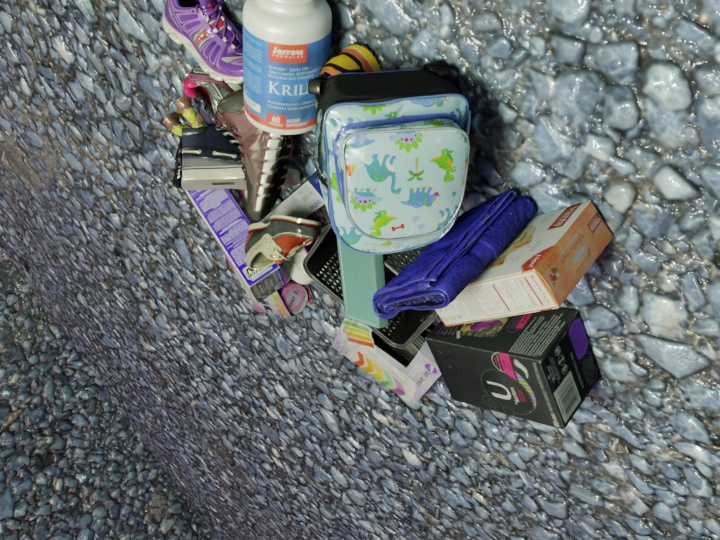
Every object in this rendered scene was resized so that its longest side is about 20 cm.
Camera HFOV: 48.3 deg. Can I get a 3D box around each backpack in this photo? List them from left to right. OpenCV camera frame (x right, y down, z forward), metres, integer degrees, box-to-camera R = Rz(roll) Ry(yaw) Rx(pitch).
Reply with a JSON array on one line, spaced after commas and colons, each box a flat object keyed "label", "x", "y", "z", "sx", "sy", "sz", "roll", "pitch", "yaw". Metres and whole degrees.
[{"label": "backpack", "x": 0.038, "y": -0.115, "z": 0.934, "sx": 0.148, "sy": 0.180, "sz": 0.202, "roll": -103, "pitch": 8, "yaw": -51}]

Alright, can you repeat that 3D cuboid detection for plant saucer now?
[{"label": "plant saucer", "x": 0.000, "y": 0.000, "z": 1.107, "sx": 0.069, "sy": 0.019, "sz": 0.202, "roll": 17, "pitch": 134, "yaw": 24}]

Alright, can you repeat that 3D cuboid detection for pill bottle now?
[{"label": "pill bottle", "x": -0.092, "y": -0.282, "z": 1.001, "sx": 0.112, "sy": 0.112, "sz": 0.202, "roll": 31, "pitch": 139, "yaw": 24}]

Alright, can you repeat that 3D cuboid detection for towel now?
[{"label": "towel", "x": 0.109, "y": -0.022, "z": 0.976, "sx": 0.147, "sy": 0.200, "sz": 0.050, "roll": -16, "pitch": 112, "yaw": 55}]

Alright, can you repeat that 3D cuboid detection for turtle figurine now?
[{"label": "turtle figurine", "x": -0.261, "y": -0.206, "z": 1.351, "sx": 0.162, "sy": 0.064, "sz": 0.200, "roll": 48, "pitch": 149, "yaw": -2}]

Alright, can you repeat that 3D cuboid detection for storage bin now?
[{"label": "storage bin", "x": 0.031, "y": -0.002, "z": 1.166, "sx": 0.199, "sy": 0.094, "sz": 0.135, "roll": 40, "pitch": 141, "yaw": 0}]

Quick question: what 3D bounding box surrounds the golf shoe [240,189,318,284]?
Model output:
[{"label": "golf shoe", "x": -0.117, "y": -0.074, "z": 1.335, "sx": 0.091, "sy": 0.075, "sz": 0.201, "roll": -25, "pitch": 108, "yaw": 42}]

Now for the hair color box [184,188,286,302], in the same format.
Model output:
[{"label": "hair color box", "x": -0.202, "y": -0.055, "z": 1.311, "sx": 0.201, "sy": 0.064, "sz": 0.109, "roll": 57, "pitch": 172, "yaw": 12}]

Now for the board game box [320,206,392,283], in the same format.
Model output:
[{"label": "board game box", "x": 0.009, "y": -0.021, "z": 1.267, "sx": 0.095, "sy": 0.030, "sz": 0.202, "roll": 10, "pitch": 130, "yaw": 43}]

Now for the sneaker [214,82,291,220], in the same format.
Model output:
[{"label": "sneaker", "x": -0.163, "y": -0.182, "z": 1.165, "sx": 0.114, "sy": 0.076, "sz": 0.203, "roll": 18, "pitch": 104, "yaw": 10}]

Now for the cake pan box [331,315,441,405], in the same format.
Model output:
[{"label": "cake pan box", "x": 0.052, "y": 0.127, "z": 1.333, "sx": 0.183, "sy": 0.053, "sz": 0.200, "roll": 34, "pitch": 152, "yaw": 3}]

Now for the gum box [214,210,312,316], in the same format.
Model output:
[{"label": "gum box", "x": -0.177, "y": -0.008, "z": 1.471, "sx": 0.113, "sy": 0.066, "sz": 0.202, "roll": 8, "pitch": 132, "yaw": 49}]

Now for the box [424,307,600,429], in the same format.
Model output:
[{"label": "box", "x": 0.207, "y": 0.121, "z": 1.109, "sx": 0.199, "sy": 0.106, "sz": 0.123, "roll": 7, "pitch": 131, "yaw": 48}]

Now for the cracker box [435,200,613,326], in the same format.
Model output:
[{"label": "cracker box", "x": 0.185, "y": -0.005, "z": 0.965, "sx": 0.058, "sy": 0.134, "sz": 0.199, "roll": 54, "pitch": 148, "yaw": -13}]

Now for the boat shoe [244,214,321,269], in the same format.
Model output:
[{"label": "boat shoe", "x": -0.116, "y": -0.040, "z": 1.155, "sx": 0.070, "sy": 0.064, "sz": 0.199, "roll": 15, "pitch": 168, "yaw": -28}]

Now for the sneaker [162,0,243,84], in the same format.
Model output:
[{"label": "sneaker", "x": -0.206, "y": -0.335, "z": 1.127, "sx": 0.199, "sy": 0.081, "sz": 0.084, "roll": 38, "pitch": 141, "yaw": 14}]

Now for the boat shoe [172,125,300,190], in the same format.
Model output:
[{"label": "boat shoe", "x": -0.192, "y": -0.178, "z": 1.253, "sx": 0.075, "sy": 0.197, "sz": 0.094, "roll": 130, "pitch": 138, "yaw": -73}]

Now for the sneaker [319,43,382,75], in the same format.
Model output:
[{"label": "sneaker", "x": 0.013, "y": -0.180, "z": 1.019, "sx": 0.070, "sy": 0.090, "sz": 0.201, "roll": -9, "pitch": 118, "yaw": 54}]

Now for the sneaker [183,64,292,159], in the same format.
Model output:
[{"label": "sneaker", "x": -0.182, "y": -0.231, "z": 1.217, "sx": 0.200, "sy": 0.075, "sz": 0.081, "roll": 44, "pitch": 149, "yaw": 4}]

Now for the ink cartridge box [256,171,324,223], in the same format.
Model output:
[{"label": "ink cartridge box", "x": -0.078, "y": -0.111, "z": 1.207, "sx": 0.044, "sy": 0.094, "sz": 0.200, "roll": 49, "pitch": 150, "yaw": -7}]
